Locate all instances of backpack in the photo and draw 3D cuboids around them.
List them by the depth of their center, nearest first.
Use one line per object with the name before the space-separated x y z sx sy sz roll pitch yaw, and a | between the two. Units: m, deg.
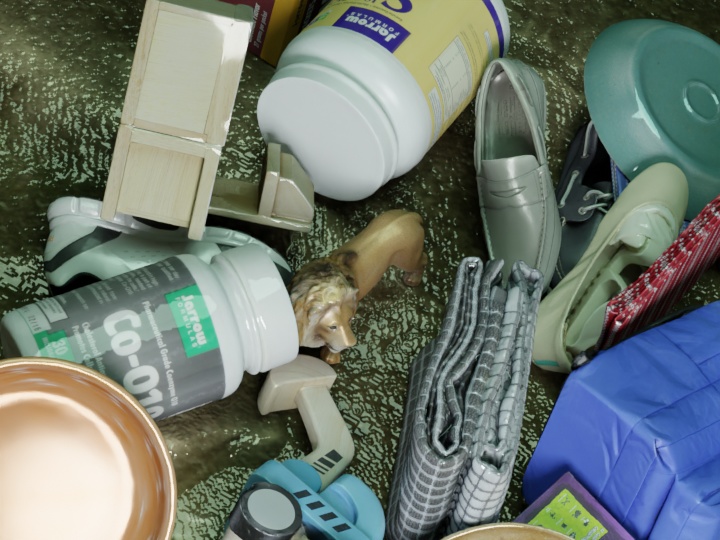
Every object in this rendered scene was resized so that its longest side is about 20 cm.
backpack | 0.245 0.131 1.665 0.200 0.163 0.168 -27 63 -40

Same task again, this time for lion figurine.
lion figurine | 0.000 0.000 1.715 0.072 0.123 0.200 31 52 9

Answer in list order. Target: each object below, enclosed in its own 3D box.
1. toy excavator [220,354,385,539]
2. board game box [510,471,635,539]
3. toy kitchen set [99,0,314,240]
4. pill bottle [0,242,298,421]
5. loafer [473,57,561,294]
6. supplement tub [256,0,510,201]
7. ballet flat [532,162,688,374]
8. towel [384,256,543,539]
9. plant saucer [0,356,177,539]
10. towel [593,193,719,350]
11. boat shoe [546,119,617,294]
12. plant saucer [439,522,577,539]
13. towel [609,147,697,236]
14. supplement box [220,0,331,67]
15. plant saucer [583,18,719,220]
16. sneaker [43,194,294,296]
toy excavator | -0.037 0.168 1.615 0.194 0.100 0.200 39 41 16
board game box | 0.117 0.253 1.573 0.200 0.032 0.120 -41 67 -9
toy kitchen set | -0.099 -0.134 1.711 0.163 0.181 0.200 12 21 -7
pill bottle | -0.155 0.054 1.625 0.200 0.113 0.113 -20 61 -17
loafer | 0.122 -0.076 1.805 0.070 0.070 0.200 -11 75 23
supplement tub | 0.019 -0.165 1.828 0.145 0.145 0.200 33 53 10
ballet flat | 0.208 0.001 1.761 0.069 0.069 0.200 35 84 12
towel | 0.074 0.105 1.633 0.085 0.166 0.200 12 52 1
plant saucer | -0.229 0.157 1.533 0.200 0.037 0.201 -1 96 -10
towel | 0.242 0.005 1.731 0.022 0.145 0.200 39 64 14
boat shoe | 0.193 -0.058 1.847 0.073 0.063 0.200 18 52 -1
plant saucer | 0.104 0.277 1.533 0.200 0.035 0.201 -2 70 6
towel | 0.290 -0.076 1.875 0.200 0.024 0.145 16 55 -27
supplement box | -0.084 -0.325 1.925 0.197 0.133 0.200 34 53 10
plant saucer | 0.279 -0.135 1.863 0.200 0.036 0.200 17 55 -26
sneaker | -0.151 0.003 1.717 0.200 0.074 0.080 11 67 -2
